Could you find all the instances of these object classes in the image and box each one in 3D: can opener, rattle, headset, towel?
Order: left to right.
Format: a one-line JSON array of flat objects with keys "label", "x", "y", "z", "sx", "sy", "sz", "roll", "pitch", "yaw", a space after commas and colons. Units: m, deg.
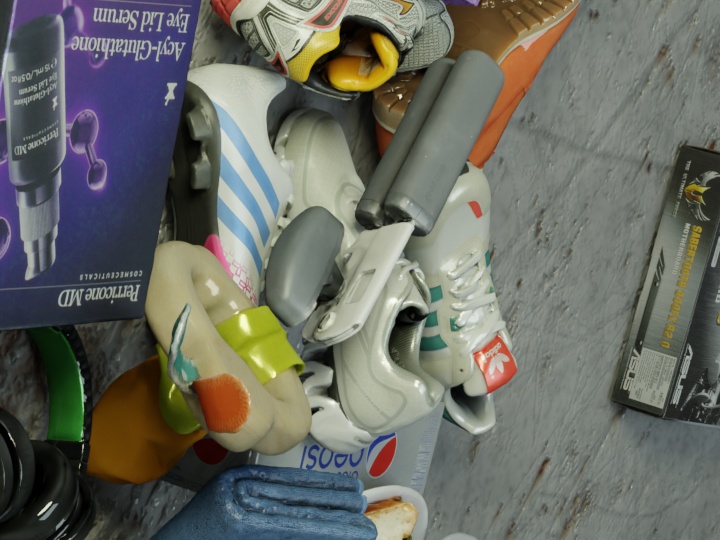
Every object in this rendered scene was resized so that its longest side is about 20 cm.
[{"label": "headset", "x": -0.198, "y": 0.111, "z": 1.432, "sx": 0.123, "sy": 0.093, "sz": 0.201, "roll": 43, "pitch": 53, "yaw": -57}, {"label": "rattle", "x": -0.106, "y": 0.068, "z": 1.420, "sx": 0.200, "sy": 0.142, "sz": 0.131, "roll": -83, "pitch": 152, "yaw": -71}, {"label": "towel", "x": -0.085, "y": 0.174, "z": 1.532, "sx": 0.111, "sy": 0.049, "sz": 0.200, "roll": 11, "pitch": 137, "yaw": -36}, {"label": "can opener", "x": 0.011, "y": -0.047, "z": 1.553, "sx": 0.067, "sy": 0.053, "sz": 0.201, "roll": 40, "pitch": 62, "yaw": -26}]

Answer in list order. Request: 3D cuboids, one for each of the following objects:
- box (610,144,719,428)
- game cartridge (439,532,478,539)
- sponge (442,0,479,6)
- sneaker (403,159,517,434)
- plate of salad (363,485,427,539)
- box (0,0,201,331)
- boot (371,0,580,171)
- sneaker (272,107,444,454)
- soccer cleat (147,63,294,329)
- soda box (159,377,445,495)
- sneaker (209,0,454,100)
[{"label": "box", "x": 0.267, "y": 0.016, "z": 2.122, "sx": 0.158, "sy": 0.048, "sz": 0.201, "roll": 13, "pitch": 93, "yaw": -58}, {"label": "game cartridge", "x": -0.002, "y": 0.242, "z": 1.683, "sx": 0.200, "sy": 0.041, "sz": 0.133, "roll": -38, "pitch": 161, "yaw": -21}, {"label": "sponge", "x": 0.005, "y": -0.225, "z": 1.525, "sx": 0.199, "sy": 0.030, "sz": 0.112, "roll": 19, "pitch": 80, "yaw": -46}, {"label": "sneaker", "x": 0.066, "y": 0.020, "z": 1.713, "sx": 0.070, "sy": 0.093, "sz": 0.200, "roll": -28, "pitch": 147, "yaw": -27}, {"label": "plate of salad", "x": -0.031, "y": 0.209, "z": 1.687, "sx": 0.200, "sy": 0.048, "sz": 0.200, "roll": -34, "pitch": 153, "yaw": -20}, {"label": "box", "x": -0.167, "y": -0.079, "z": 1.335, "sx": 0.148, "sy": 0.104, "sz": 0.201, "roll": -6, "pitch": 109, "yaw": -57}, {"label": "boot", "x": 0.072, "y": -0.120, "z": 1.738, "sx": 0.200, "sy": 0.075, "sz": 0.108, "roll": -46, "pitch": 149, "yaw": -34}, {"label": "sneaker", "x": 0.000, "y": 0.000, "z": 1.607, "sx": 0.075, "sy": 0.081, "sz": 0.201, "roll": 7, "pitch": 68, "yaw": -55}, {"label": "soccer cleat", "x": -0.068, "y": -0.017, "z": 1.547, "sx": 0.086, "sy": 0.070, "sz": 0.201, "roll": -19, "pitch": 120, "yaw": -40}, {"label": "soda box", "x": -0.033, "y": 0.100, "z": 1.667, "sx": 0.200, "sy": 0.068, "sz": 0.064, "roll": 2, "pitch": 102, "yaw": -58}, {"label": "sneaker", "x": -0.005, "y": -0.127, "z": 1.566, "sx": 0.078, "sy": 0.082, "sz": 0.200, "roll": -47, "pitch": 158, "yaw": 23}]
